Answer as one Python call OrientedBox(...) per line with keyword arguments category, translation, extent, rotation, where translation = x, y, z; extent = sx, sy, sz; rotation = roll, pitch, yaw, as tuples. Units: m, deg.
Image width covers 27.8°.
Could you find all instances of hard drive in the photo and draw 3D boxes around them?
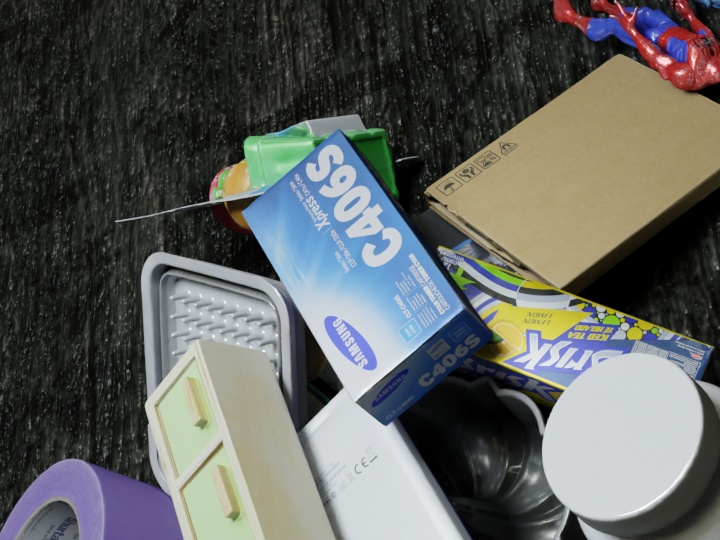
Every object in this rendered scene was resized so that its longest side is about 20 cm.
OrientedBox(category="hard drive", translation=(0.003, 0.183, 0.960), extent=(0.132, 0.025, 0.201), rotation=(-45, 48, 13))

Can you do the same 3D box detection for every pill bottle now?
OrientedBox(category="pill bottle", translation=(0.190, 0.131, 0.822), extent=(0.115, 0.200, 0.117), rotation=(-22, 49, 28))

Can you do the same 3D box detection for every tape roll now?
OrientedBox(category="tape roll", translation=(-0.222, 0.257, 1.146), extent=(0.199, 0.085, 0.202), rotation=(-33, 43, 38))

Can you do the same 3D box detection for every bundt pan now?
OrientedBox(category="bundt pan", translation=(0.071, 0.178, 0.979), extent=(0.201, 0.076, 0.204), rotation=(-20, 55, 31))

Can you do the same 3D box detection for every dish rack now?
OrientedBox(category="dish rack", translation=(-0.096, 0.089, 1.101), extent=(0.171, 0.043, 0.202), rotation=(14, 111, 43))

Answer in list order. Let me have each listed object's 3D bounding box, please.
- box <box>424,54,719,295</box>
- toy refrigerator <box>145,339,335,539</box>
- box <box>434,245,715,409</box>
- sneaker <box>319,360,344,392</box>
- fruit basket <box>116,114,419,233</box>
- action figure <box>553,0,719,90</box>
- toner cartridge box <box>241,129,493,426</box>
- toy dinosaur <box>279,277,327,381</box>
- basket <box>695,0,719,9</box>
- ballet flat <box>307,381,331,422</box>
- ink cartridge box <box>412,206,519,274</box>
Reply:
OrientedBox(category="box", translation=(0.169, -0.072, 1.059), extent=(0.199, 0.021, 0.163), rotation=(-35, 43, -15))
OrientedBox(category="toy refrigerator", translation=(-0.080, 0.149, 0.971), extent=(0.076, 0.070, 0.201), rotation=(-48, 47, 30))
OrientedBox(category="box", translation=(0.132, 0.054, 0.970), extent=(0.198, 0.070, 0.065), rotation=(22, 75, 22))
OrientedBox(category="sneaker", translation=(-0.009, 0.065, 1.153), extent=(0.100, 0.074, 0.201), rotation=(-51, 39, 30))
OrientedBox(category="fruit basket", translation=(-0.078, -0.074, 1.226), extent=(0.198, 0.185, 0.095), rotation=(-2, 98, 37))
OrientedBox(category="action figure", translation=(0.226, -0.182, 1.110), extent=(0.065, 0.052, 0.200), rotation=(-16, 37, -26))
OrientedBox(category="toner cartridge box", translation=(0.000, 0.000, 0.980), extent=(0.095, 0.043, 0.200), rotation=(-41, 48, 7))
OrientedBox(category="toy dinosaur", translation=(-0.044, 0.030, 1.088), extent=(0.199, 0.058, 0.102), rotation=(13, 96, 52))
OrientedBox(category="basket", translation=(0.264, -0.275, 1.064), extent=(0.140, 0.176, 0.200), rotation=(-53, 24, -5))
OrientedBox(category="ballet flat", translation=(-0.074, 0.107, 1.167), extent=(0.062, 0.068, 0.200), rotation=(-40, 32, -12))
OrientedBox(category="ink cartridge box", translation=(0.073, -0.004, 1.084), extent=(0.199, 0.039, 0.100), rotation=(-32, 50, -7))
